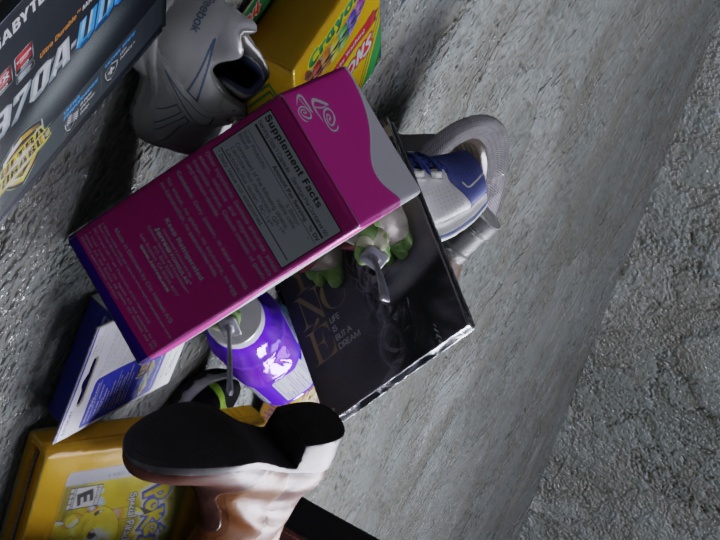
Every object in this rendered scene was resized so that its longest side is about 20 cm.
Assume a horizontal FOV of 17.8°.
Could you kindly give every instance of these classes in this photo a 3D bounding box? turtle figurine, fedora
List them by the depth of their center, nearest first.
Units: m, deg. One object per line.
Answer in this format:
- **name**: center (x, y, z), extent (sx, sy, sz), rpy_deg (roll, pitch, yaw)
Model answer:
- **turtle figurine**: center (-0.041, 0.006, 1.707), extent (0.144, 0.200, 0.193), rpy_deg (-55, 156, 20)
- **fedora**: center (0.048, -0.068, 2.125), extent (0.200, 0.090, 0.178), rpy_deg (-42, 145, -41)

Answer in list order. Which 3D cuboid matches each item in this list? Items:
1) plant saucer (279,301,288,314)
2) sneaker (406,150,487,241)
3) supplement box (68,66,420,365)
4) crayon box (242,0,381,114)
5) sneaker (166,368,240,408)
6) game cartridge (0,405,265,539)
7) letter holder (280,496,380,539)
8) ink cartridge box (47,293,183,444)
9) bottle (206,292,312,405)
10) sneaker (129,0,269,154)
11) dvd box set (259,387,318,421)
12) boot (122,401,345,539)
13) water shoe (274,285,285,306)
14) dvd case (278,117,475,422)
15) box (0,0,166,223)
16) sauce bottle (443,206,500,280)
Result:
- **plant saucer**: center (-0.032, 0.008, 2.150), extent (0.200, 0.019, 0.070), rpy_deg (-39, 153, -59)
- **sneaker**: center (0.017, -0.079, 1.923), extent (0.198, 0.080, 0.116), rpy_deg (-20, 123, -26)
- **supplement box**: center (-0.077, -0.036, 1.510), extent (0.199, 0.104, 0.101), rpy_deg (-30, -179, 29)
- **crayon box**: center (-0.036, -0.171, 1.719), extent (0.127, 0.051, 0.200), rpy_deg (-58, 165, -20)
- **sneaker**: center (-0.139, 0.159, 1.890), extent (0.200, 0.082, 0.072), rpy_deg (-48, 161, -47)
- **game cartridge**: center (-0.176, 0.187, 1.709), extent (0.199, 0.032, 0.177), rpy_deg (-4, 124, -38)
- **letter holder**: center (-0.099, 0.261, 1.984), extent (0.143, 0.199, 0.101), rpy_deg (-65, 167, 11)
- **ink cartridge box**: center (-0.174, 0.056, 1.663), extent (0.095, 0.037, 0.200), rpy_deg (-67, 169, 17)
- **bottle**: center (-0.085, 0.057, 1.898), extent (0.065, 0.084, 0.200), rpy_deg (-32, 164, 0)
- **sneaker**: center (-0.102, -0.120, 1.488), extent (0.075, 0.087, 0.200), rpy_deg (-61, 168, -16)
- **dvd box set**: center (-0.045, 0.088, 2.180), extent (0.146, 0.029, 0.201), rpy_deg (-49, 167, -41)
- **boot**: center (-0.123, 0.185, 1.710), extent (0.187, 0.069, 0.201), rpy_deg (-9, 137, -43)
- **water shoe**: center (-0.036, 0.028, 1.933), extent (0.200, 0.078, 0.072), rpy_deg (-115, -138, -78)
- **dvd case**: center (0.000, 0.000, 1.808), extent (0.148, 0.201, 0.016), rpy_deg (-36, 146, 26)
- **box**: center (-0.176, -0.132, 1.266), extent (0.200, 0.046, 0.159), rpy_deg (-54, 164, -33)
- **sauce bottle**: center (0.042, 0.016, 2.025), extent (0.200, 0.065, 0.065), rpy_deg (-43, 173, 17)
